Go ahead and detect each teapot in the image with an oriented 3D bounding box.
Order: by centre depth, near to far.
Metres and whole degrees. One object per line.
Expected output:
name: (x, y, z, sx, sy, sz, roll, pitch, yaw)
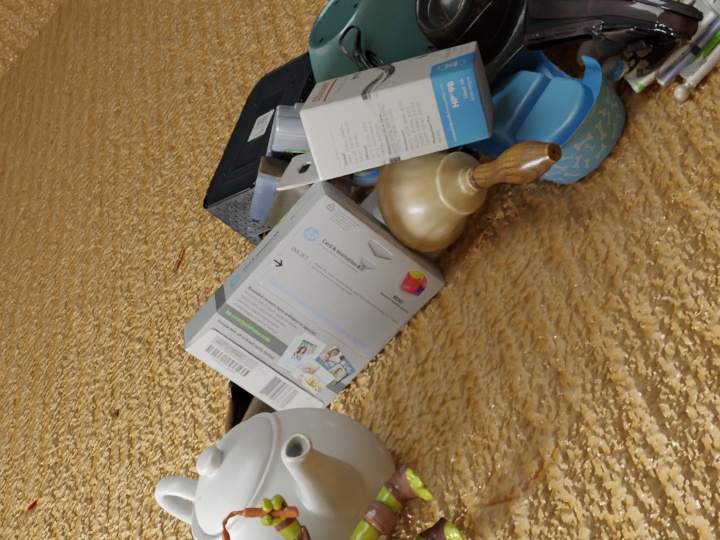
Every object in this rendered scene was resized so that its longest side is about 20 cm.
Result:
teapot: (-0.076, 0.191, 1.166, 0.201, 0.145, 0.198, -52, 22, 14)

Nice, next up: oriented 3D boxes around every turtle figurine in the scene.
turtle figurine: (0.001, 0.233, 1.045, 0.160, 0.201, 0.064, -35, -8, -11)

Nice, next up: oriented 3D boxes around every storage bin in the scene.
storage bin: (-0.086, -0.140, 1.635, 0.134, 0.093, 0.202, -18, 45, 50)

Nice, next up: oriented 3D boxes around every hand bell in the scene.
hand bell: (0.107, -0.084, 1.211, 0.199, 0.104, 0.105, -17, 44, 59)

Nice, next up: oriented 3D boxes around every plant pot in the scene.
plant pot: (0.022, -0.238, 1.524, 0.200, 0.134, 0.201, -38, 31, 28)

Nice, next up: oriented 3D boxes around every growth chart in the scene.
growth chart: (0.262, -0.218, 1.217, 0.145, 0.018, 0.200, -52, 35, 7)

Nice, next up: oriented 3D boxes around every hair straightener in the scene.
hair straightener: (0.039, -0.180, 1.386, 0.041, 0.077, 0.201, -40, 64, 8)

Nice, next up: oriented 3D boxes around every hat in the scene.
hat: (0.101, -0.262, 1.361, 0.201, 0.080, 0.202, -44, 30, 34)

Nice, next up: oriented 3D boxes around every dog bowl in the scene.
dog bowl: (0.166, -0.138, 1.269, 0.112, 0.049, 0.200, -56, 27, -3)

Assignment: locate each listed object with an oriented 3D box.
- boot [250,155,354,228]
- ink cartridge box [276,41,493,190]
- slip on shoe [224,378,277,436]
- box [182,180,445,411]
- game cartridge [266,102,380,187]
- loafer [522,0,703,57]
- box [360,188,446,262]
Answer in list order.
boot: (-0.075, -0.070, 1.474, 0.200, 0.096, 0.076, 127, 158, -65)
ink cartridge box: (0.016, -0.139, 1.256, 0.197, 0.068, 0.116, -13, 18, 10)
slip on shoe: (-0.103, 0.114, 1.405, 0.076, 0.060, 0.202, -37, 32, 31)
box: (-0.044, 0.034, 1.297, 0.200, 0.155, 0.041, -46, 28, 17)
game cartridge: (-0.028, -0.124, 1.436, 0.200, 0.131, 0.041, 123, 146, -78)
loafer: (0.212, -0.208, 1.206, 0.199, 0.071, 0.064, 25, 102, 54)
box: (0.000, 0.000, 1.399, 0.200, 0.036, 0.145, -46, 28, 15)
